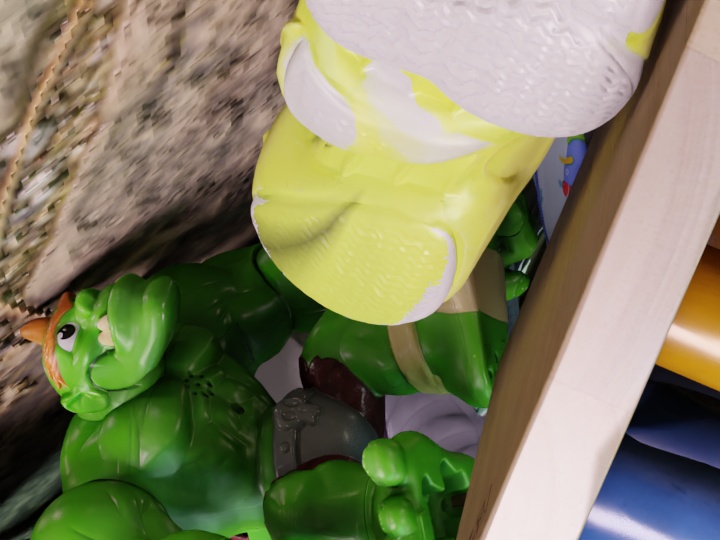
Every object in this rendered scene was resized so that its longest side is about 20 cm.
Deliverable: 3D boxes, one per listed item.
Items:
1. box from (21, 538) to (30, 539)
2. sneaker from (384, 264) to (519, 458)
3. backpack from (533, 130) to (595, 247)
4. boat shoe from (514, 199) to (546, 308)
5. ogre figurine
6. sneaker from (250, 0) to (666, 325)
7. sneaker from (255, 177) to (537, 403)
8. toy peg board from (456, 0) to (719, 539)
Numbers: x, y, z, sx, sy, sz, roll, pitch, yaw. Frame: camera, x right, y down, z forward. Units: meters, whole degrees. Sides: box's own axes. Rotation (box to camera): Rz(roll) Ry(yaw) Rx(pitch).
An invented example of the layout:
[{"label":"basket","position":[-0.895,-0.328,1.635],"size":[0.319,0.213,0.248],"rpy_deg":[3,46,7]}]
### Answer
[{"label":"box","position":[-0.089,0.117,0.830],"size":[0.199,0.048,0.193],"rpy_deg":[-13,-177,24]},{"label":"sneaker","position":[0.043,0.071,0.767],"size":[0.087,0.201,0.074],"rpy_deg":[-13,152,39]},{"label":"backpack","position":[0.117,-0.022,0.752],"size":[0.162,0.201,0.154],"rpy_deg":[-18,-178,-5]},{"label":"boat shoe","position":[0.093,-0.018,0.870],"size":[0.201,0.072,0.065],"rpy_deg":[-62,171,26]},{"label":"ogre figurine","position":[-0.024,0.043,0.710],"size":[0.119,0.201,0.098],"rpy_deg":[-11,143,22]},{"label":"sneaker","position":[0.032,-0.071,0.605],"size":[0.105,0.076,0.200],"rpy_deg":[-56,-178,-31]},{"label":"sneaker","position":[0.000,0.000,0.842],"size":[0.200,0.075,0.089],"rpy_deg":[-42,168,-51]},{"label":"toy peg board","position":[0.102,-0.019,0.583],"size":[0.200,0.097,0.200],"rpy_deg":[-64,175,-73]}]
